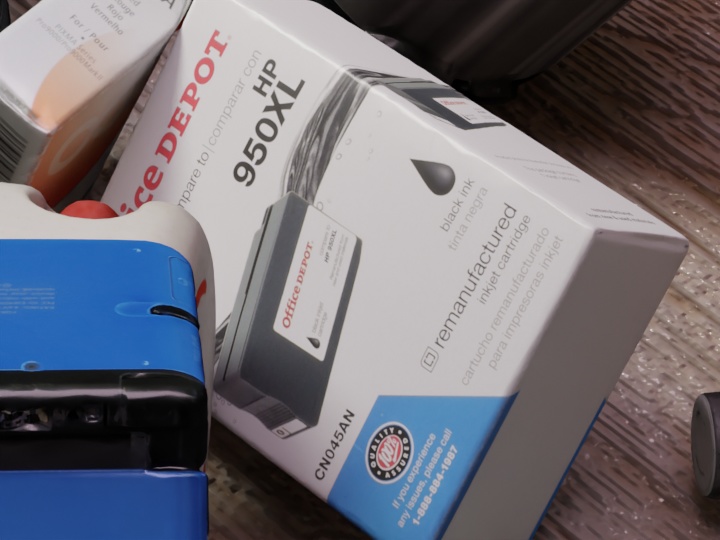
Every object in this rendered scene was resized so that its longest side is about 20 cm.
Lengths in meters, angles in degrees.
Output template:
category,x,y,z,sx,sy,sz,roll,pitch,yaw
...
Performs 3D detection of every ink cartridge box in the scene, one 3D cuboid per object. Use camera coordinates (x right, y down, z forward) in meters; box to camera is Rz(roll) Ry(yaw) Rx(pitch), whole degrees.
category,x,y,z,sx,sy,sz,roll,pitch,yaw
ink cartridge box,-0.094,-0.082,1.148,0.050,0.162,0.200,46,57,7
ink cartridge box,0.000,0.000,1.070,0.200,0.145,0.084,34,15,29

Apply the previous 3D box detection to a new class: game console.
category,x,y,z,sx,sy,sz,roll,pitch,yaw
game console,-0.146,0.075,0.837,0.198,0.119,0.171,0,24,-6

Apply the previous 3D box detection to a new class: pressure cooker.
category,x,y,z,sx,sy,sz,roll,pitch,yaw
pressure cooker,0.054,-0.172,1.257,0.175,0.200,0.179,-22,80,-35

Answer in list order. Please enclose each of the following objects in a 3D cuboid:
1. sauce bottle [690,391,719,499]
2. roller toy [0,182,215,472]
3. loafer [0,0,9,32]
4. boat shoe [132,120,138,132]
category,x,y,z,sx,sy,sz,roll,pitch,yaw
sauce bottle,0.229,0.065,1.093,0.198,0.065,0.065,-3,41,-5
roller toy,-0.127,0.059,0.977,0.139,0.183,0.201,6,41,2
loafer,-0.195,-0.139,1.275,0.068,0.071,0.201,-4,41,-8
boat shoe,-0.002,-0.024,1.175,0.199,0.072,0.068,27,41,29
